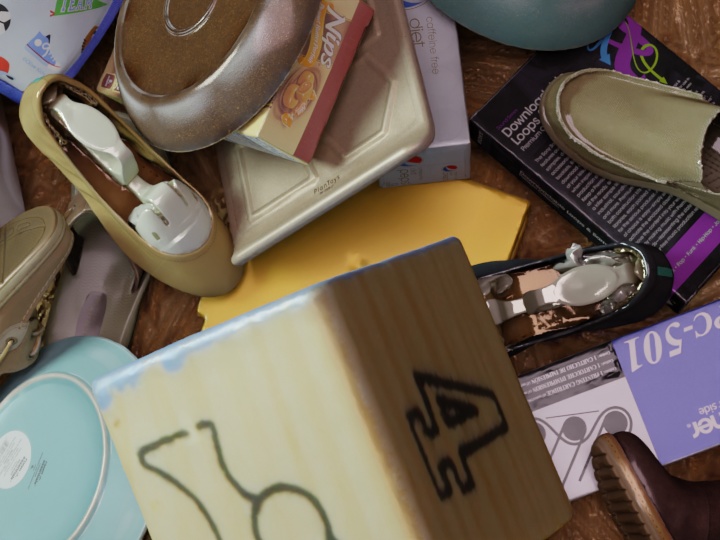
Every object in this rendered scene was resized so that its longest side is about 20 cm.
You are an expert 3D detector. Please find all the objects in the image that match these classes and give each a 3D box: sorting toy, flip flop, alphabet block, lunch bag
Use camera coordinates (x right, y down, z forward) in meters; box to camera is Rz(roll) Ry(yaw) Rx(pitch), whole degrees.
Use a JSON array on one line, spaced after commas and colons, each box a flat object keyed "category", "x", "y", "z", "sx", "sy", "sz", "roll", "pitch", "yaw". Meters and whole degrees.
[{"category": "sorting toy", "x": -0.031, "y": -0.121, "z": 1.165, "sx": 0.185, "sy": 0.036, "sz": 0.200, "roll": -31, "pitch": 54, "yaw": 33}, {"category": "flip flop", "x": -0.187, "y": -0.018, "z": 1.207, "sx": 0.081, "sy": 0.058, "sz": 0.200, "roll": 12, "pitch": 82, "yaw": 9}, {"category": "alphabet block", "x": -0.014, "y": 0.113, "z": 1.052, "sx": 0.195, "sy": 0.196, "sz": 0.200, "roll": -22, "pitch": 89, "yaw": 33}, {"category": "lunch bag", "x": -0.250, "y": -0.237, "z": 1.185, "sx": 0.124, "sy": 0.170, "sz": 0.200, "roll": 7, "pitch": 68, "yaw": 49}]

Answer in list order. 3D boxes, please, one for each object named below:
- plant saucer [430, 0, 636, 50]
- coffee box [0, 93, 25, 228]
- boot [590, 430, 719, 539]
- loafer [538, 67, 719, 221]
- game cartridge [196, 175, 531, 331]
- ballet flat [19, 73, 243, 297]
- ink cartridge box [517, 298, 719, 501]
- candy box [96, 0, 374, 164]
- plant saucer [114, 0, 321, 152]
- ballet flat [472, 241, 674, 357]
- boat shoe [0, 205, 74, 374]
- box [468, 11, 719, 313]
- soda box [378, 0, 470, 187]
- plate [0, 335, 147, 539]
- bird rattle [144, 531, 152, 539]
[{"category": "plant saucer", "x": 0.116, "y": -0.249, "z": 1.191, "sx": 0.200, "sy": 0.036, "sz": 0.200, "roll": 8, "pitch": 61, "yaw": -14}, {"category": "coffee box", "x": -0.320, "y": -0.107, "z": 1.201, "sx": 0.080, "sy": 0.114, "sz": 0.200, "roll": -21, "pitch": 75, "yaw": 30}, {"category": "boot", "x": 0.263, "y": 0.152, "z": 1.118, "sx": 0.166, "sy": 0.072, "sz": 0.200, "roll": -36, "pitch": 97, "yaw": -10}, {"category": "loafer", "x": 0.218, "y": -0.088, "z": 1.134, "sx": 0.200, "sy": 0.067, "sz": 0.076, "roll": 23, "pitch": 71, "yaw": 5}, {"category": "game cartridge", "x": 0.000, "y": 0.000, "z": 1.203, "sx": 0.200, "sy": 0.032, "sz": 0.177, "roll": 20, "pitch": 82, "yaw": 11}, {"category": "ballet flat", "x": -0.158, "y": -0.057, "z": 1.158, "sx": 0.200, "sy": 0.063, "sz": 0.069, "roll": 42, "pitch": 71, "yaw": -5}, {"category": "ink cartridge box", "x": 0.178, "y": 0.097, "z": 1.158, "sx": 0.200, "sy": 0.044, "sz": 0.094, "roll": -20, "pitch": 80, "yaw": 1}, {"category": "candy box", "x": -0.091, "y": -0.152, "z": 1.168, "sx": 0.200, "sy": 0.055, "sz": 0.116, "roll": 20, "pitch": 86, "yaw": 47}, {"category": "plant saucer", "x": -0.104, "y": -0.178, "z": 1.129, "sx": 0.200, "sy": 0.032, "sz": 0.200, "roll": -20, "pitch": 58, "yaw": 36}, {"category": "ballet flat", "x": 0.109, "y": 0.021, "z": 1.123, "sx": 0.200, "sy": 0.073, "sz": 0.073, "roll": -14, "pitch": 78, "yaw": 12}, {"category": "boat shoe", "x": -0.255, "y": 0.037, "z": 1.174, "sx": 0.200, "sy": 0.064, "sz": 0.071, "roll": -46, "pitch": 33, "yaw": 22}, {"category": "box", "x": 0.195, "y": -0.086, "z": 1.187, "sx": 0.200, "sy": 0.036, "sz": 0.143, "roll": 42, "pitch": 74, "yaw": 10}, {"category": "soda box", "x": 0.035, "y": -0.164, "z": 1.198, "sx": 0.068, "sy": 0.064, "sz": 0.200, "roll": -6, "pitch": 70, "yaw": 1}, {"category": "plate", "x": -0.214, "y": 0.138, "z": 1.144, "sx": 0.200, "sy": 0.026, "sz": 0.200, "roll": -15, "pitch": 65, "yaw": 34}, {"category": "bird rattle", "x": -0.160, "y": 0.169, "z": 1.152, "sx": 0.163, "sy": 0.113, "sz": 0.200, "roll": 0, "pitch": 75, "yaw": 22}]
